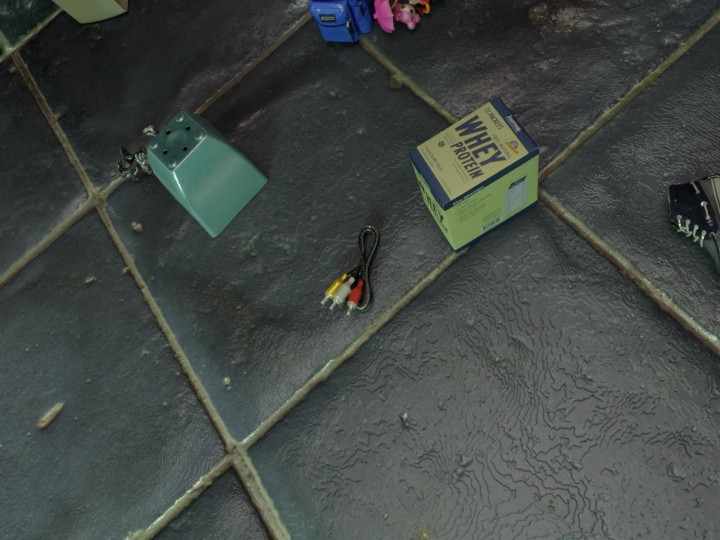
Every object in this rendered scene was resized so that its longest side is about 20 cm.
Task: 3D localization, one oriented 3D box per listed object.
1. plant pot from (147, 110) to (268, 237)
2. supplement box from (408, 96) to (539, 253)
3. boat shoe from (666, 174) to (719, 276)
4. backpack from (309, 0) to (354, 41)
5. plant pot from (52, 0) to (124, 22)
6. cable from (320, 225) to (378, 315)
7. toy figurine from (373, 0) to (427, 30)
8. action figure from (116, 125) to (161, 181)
[{"bbox_3d":[-0.369,-0.241,1.271,0.195,0.200,0.197,40,84,26],"label":"plant pot"},{"bbox_3d":[0.221,-0.174,1.054,0.197,0.200,0.136,-31,62,3],"label":"supplement box"},{"bbox_3d":[0.598,-0.070,0.972,0.090,0.075,0.205,-6,59,22],"label":"boat shoe"},{"bbox_3d":[-0.051,-0.678,1.350,0.158,0.201,0.172,5,69,18],"label":"backpack"},{"bbox_3d":[-0.857,-0.897,1.710,0.173,0.199,0.205,-20,63,20],"label":"plant pot"},{"bbox_3d":[0.000,0.000,1.136,0.095,0.050,0.204,20,77,23],"label":"cable"},{"bbox_3d":[0.116,-0.670,1.357,0.197,0.150,0.187,29,92,1],"label":"toy figurine"},{"bbox_3d":[-0.524,-0.291,1.397,0.194,0.103,0.122,-9,54,15],"label":"action figure"}]
